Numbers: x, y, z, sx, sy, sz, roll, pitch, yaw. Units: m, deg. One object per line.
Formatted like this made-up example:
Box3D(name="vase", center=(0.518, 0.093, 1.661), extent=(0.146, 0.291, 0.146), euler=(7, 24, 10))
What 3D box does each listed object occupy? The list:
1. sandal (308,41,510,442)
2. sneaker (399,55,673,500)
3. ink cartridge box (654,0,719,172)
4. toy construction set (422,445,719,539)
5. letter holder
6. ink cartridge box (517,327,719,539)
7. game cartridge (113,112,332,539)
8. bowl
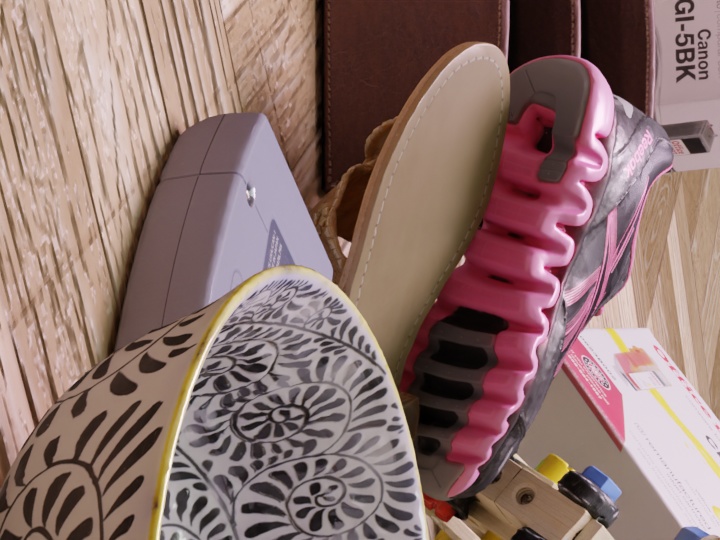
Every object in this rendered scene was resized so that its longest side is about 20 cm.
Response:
Box3D(name="sandal", center=(-0.004, -0.001, 0.919), extent=(0.078, 0.070, 0.212), euler=(7, 99, -51))
Box3D(name="sneaker", center=(0.082, 0.011, 0.954), extent=(0.095, 0.079, 0.201), euler=(17, 97, -46))
Box3D(name="ink cartridge box", center=(0.153, -0.135, 1.247), extent=(0.083, 0.199, 0.147), euler=(56, 33, -59))
Box3D(name="toy construction set", center=(0.092, 0.121, 1.004), extent=(0.092, 0.200, 0.131), euler=(-60, 139, -20))
Box3D(name="letter holder", center=(0.062, -0.125, 1.026), extent=(0.101, 0.142, 0.201), euler=(40, 47, -68))
Box3D(name="ink cartridge box", center=(0.142, 0.109, 1.196), extent=(0.145, 0.083, 0.200), euler=(54, 18, 15))
Box3D(name="game cartridge", center=(-0.048, 0.048, 0.780), extent=(0.133, 0.041, 0.200), euler=(62, 28, -46))
Box3D(name="bowl", center=(-0.055, 0.101, 0.615), extent=(0.201, 0.094, 0.201), euler=(-3, 90, -69))
